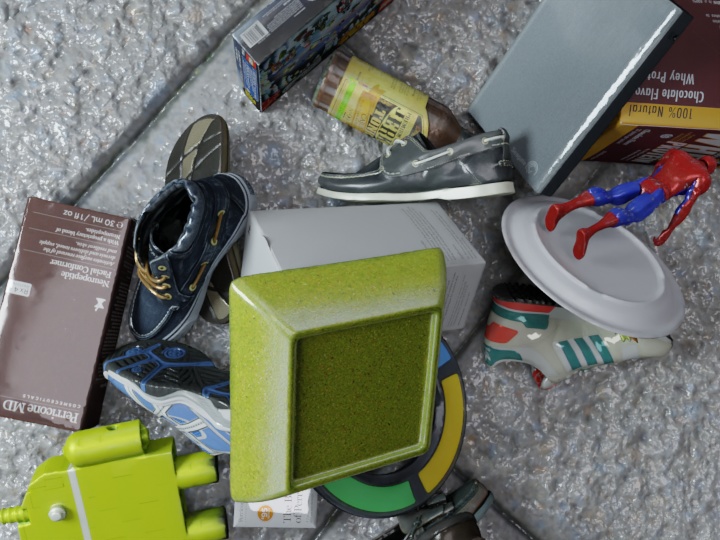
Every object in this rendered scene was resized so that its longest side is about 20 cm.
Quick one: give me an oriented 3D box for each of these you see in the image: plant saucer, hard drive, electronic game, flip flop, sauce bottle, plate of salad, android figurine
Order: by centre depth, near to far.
[{"bbox_3d":[-0.007,0.095,0.641,0.197,0.048,0.203,-9,114,-29],"label":"plant saucer"},{"bbox_3d":[-0.224,0.225,0.715,0.196,0.041,0.185,-7,108,-10],"label":"android figurine"},{"bbox_3d":[0.199,-0.192,0.743,0.033,0.201,0.140,7,40,-40],"label":"hard drive"},{"bbox_3d":[0.020,0.132,0.745,0.197,0.041,0.204,5,80,-29],"label":"electronic game"},{"bbox_3d":[-0.139,-0.050,0.765,0.080,0.057,0.204,-12,88,33],"label":"flip flop"},{"bbox_3d":[0.225,-0.002,0.766,0.197,0.048,0.202,15,39,-12],"label":"plate of salad"},{"bbox_3d":[0.049,-0.154,0.794,0.198,0.065,0.066,25,82,-5],"label":"sauce bottle"}]

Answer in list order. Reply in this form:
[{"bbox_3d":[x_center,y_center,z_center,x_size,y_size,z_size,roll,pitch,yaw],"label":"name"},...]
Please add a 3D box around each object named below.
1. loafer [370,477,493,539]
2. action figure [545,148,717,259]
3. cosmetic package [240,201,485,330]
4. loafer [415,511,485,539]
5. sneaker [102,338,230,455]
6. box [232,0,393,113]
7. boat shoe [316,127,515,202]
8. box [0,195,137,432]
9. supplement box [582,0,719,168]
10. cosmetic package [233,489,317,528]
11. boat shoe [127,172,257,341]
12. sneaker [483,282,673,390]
[{"bbox_3d":[0.039,0.263,0.751,0.199,0.072,0.063,-39,84,-7],"label":"loafer"},{"bbox_3d":[0.273,-0.056,0.774,0.198,0.100,0.066,-25,55,-18],"label":"action figure"},{"bbox_3d":[0.000,0.000,0.715,0.197,0.108,0.086,-5,129,-23],"label":"cosmetic package"},{"bbox_3d":[0.091,0.300,0.701,0.072,0.071,0.203,-19,127,-20],"label":"loafer"},{"bbox_3d":[-0.150,0.122,0.699,0.197,0.076,0.078,19,120,20],"label":"sneaker"},{"bbox_3d":[-0.036,-0.250,0.758,0.200,0.137,0.040,-42,90,-8],"label":"box"},{"bbox_3d":[0.051,-0.100,0.765,0.197,0.072,0.069,-3,97,18],"label":"boat shoe"},{"bbox_3d":[-0.280,0.041,0.733,0.098,0.075,0.204,11,85,-5],"label":"box"},{"bbox_3d":[0.328,-0.222,0.799,0.194,0.133,0.204,2,84,-6],"label":"supplement box"},{"bbox_3d":[-0.078,0.142,0.757,0.081,0.051,0.204,2,84,-5],"label":"cosmetic package"},{"bbox_3d":[-0.177,-0.006,0.703,0.071,0.091,0.201,42,112,18],"label":"boat shoe"},{"bbox_3d":[0.217,0.077,0.799,0.196,0.070,0.095,12,106,-11],"label":"sneaker"}]
